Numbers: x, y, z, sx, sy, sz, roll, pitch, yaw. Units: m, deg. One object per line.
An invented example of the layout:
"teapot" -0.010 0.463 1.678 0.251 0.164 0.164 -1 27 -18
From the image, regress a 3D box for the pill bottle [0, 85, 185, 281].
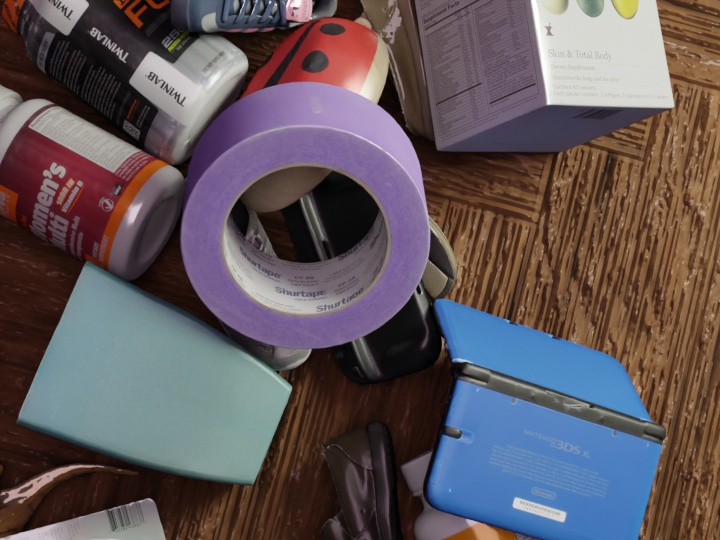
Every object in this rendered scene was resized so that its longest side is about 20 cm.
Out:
"pill bottle" -0.261 -0.081 1.307 0.199 0.110 0.110 28 82 9

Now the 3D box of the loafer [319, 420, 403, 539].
"loafer" 0.001 0.234 1.305 0.071 0.073 0.202 -6 77 7

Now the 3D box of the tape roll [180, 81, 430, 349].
"tape roll" -0.044 -0.043 1.213 0.198 0.085 0.202 -1 121 -2

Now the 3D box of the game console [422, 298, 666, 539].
"game console" 0.143 0.133 1.274 0.198 0.118 0.172 18 84 -18

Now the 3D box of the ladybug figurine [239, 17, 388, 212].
"ladybug figurine" -0.051 -0.144 1.296 0.072 0.135 0.201 45 65 -35

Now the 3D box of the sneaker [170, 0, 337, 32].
"sneaker" -0.088 -0.237 1.296 0.081 0.200 0.071 20 114 19

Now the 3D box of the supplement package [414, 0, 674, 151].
"supplement package" 0.152 -0.218 1.301 0.151 0.150 0.202 -3 81 -35

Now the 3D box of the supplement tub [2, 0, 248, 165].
"supplement tub" -0.207 -0.196 1.324 0.199 0.123 0.123 37 82 2

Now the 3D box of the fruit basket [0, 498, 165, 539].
"fruit basket" -0.246 0.306 1.271 0.198 0.094 0.187 -16 88 2

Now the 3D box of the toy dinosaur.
"toy dinosaur" -0.304 0.204 1.307 0.200 0.060 0.106 -45 112 -3

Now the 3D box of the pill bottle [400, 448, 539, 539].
"pill bottle" 0.113 0.240 1.281 0.110 0.111 0.201 -25 84 -5

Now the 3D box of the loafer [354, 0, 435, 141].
"loafer" 0.037 -0.213 1.365 0.067 0.076 0.202 -12 89 31

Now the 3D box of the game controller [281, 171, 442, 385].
"game controller" 0.000 0.000 1.317 0.104 0.042 0.202 -19 94 22

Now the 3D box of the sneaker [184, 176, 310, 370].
"sneaker" -0.107 -0.002 1.320 0.074 0.082 0.201 -29 84 -6

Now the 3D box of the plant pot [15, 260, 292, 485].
"plant pot" -0.168 0.104 1.279 0.199 0.141 0.142 24 82 -5

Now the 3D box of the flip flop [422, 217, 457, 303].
"flip flop" 0.013 -0.054 1.345 0.200 0.057 0.081 42 124 16
